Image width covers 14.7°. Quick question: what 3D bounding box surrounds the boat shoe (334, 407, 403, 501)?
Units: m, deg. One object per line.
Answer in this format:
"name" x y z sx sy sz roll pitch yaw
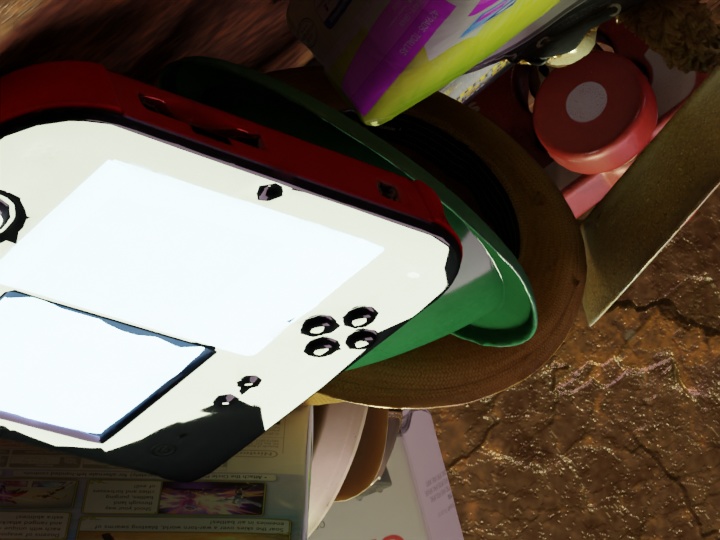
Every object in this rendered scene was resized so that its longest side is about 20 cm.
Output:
"boat shoe" 0.000 0.011 1.370 0.070 0.070 0.201 -40 143 -80

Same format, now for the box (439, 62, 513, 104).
"box" 0.044 -0.115 1.450 0.200 0.048 0.158 -40 177 0

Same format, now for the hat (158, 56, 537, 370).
"hat" -0.061 0.033 1.051 0.176 0.200 0.166 -54 160 -17

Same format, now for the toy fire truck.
"toy fire truck" 0.090 -0.079 1.559 0.200 0.168 0.112 -38 145 7

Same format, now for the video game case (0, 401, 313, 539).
"video game case" -0.120 0.109 1.149 0.199 0.046 0.181 1 -157 0

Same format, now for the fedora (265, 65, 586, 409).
"fedora" 0.000 0.000 1.221 0.200 0.200 0.082 -36 160 -42

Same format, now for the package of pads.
"package of pads" 0.073 -0.152 1.113 0.200 0.068 0.155 -37 176 -27

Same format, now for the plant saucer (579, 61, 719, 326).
"plant saucer" 0.157 -0.061 1.263 0.200 0.035 0.200 -48 176 -4

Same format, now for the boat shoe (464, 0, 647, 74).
"boat shoe" 0.082 -0.125 1.247 0.200 0.070 0.066 -32 140 -9

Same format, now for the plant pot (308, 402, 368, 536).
"plant pot" -0.088 0.041 1.323 0.092 0.202 0.201 11 142 -35

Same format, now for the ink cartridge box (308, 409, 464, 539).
"ink cartridge box" -0.042 0.078 1.459 0.145 0.201 0.085 -16 -179 12

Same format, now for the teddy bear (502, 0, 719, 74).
"teddy bear" 0.140 -0.155 1.320 0.200 0.145 0.067 -44 150 -8

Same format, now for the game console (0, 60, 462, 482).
"game console" -0.082 0.009 0.955 0.200 0.031 0.177 19 132 -39
